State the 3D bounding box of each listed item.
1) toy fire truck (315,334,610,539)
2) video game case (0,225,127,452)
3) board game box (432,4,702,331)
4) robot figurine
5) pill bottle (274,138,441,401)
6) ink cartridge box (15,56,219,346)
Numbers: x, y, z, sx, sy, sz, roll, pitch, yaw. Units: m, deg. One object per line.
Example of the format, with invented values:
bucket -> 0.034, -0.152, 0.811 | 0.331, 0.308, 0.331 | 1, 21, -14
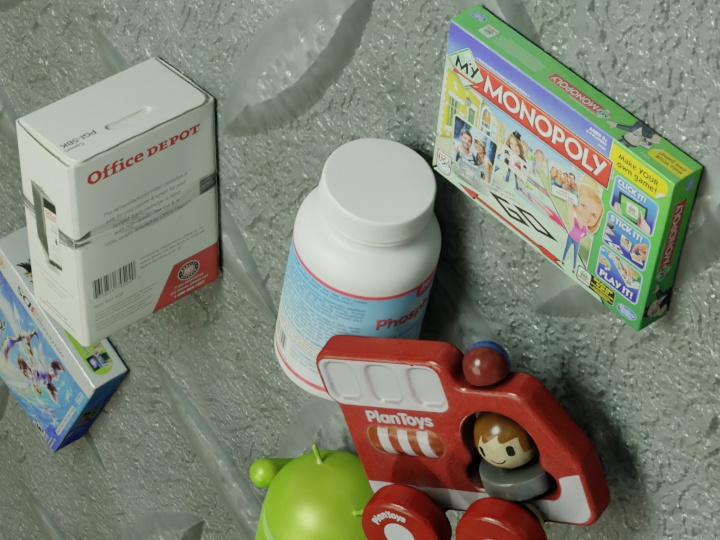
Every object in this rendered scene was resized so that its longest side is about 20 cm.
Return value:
toy fire truck -> 0.073, 0.122, 1.525 | 0.200, 0.112, 0.168 | 3, 128, 36
video game case -> -0.327, 0.073, 2.184 | 0.181, 0.045, 0.200 | 55, 150, 9
board game box -> 0.130, -0.068, 1.403 | 0.200, 0.029, 0.135 | 40, 145, 29
robot figurine -> -0.031, 0.233, 1.815 | 0.175, 0.116, 0.200 | 48, 148, 27
pill bottle -> 0.000, 0.000, 1.575 | 0.109, 0.109, 0.200 | 44, 147, 24
ink cartridge box -> -0.199, -0.058, 1.781 | 0.083, 0.147, 0.200 | 39, 143, 34
